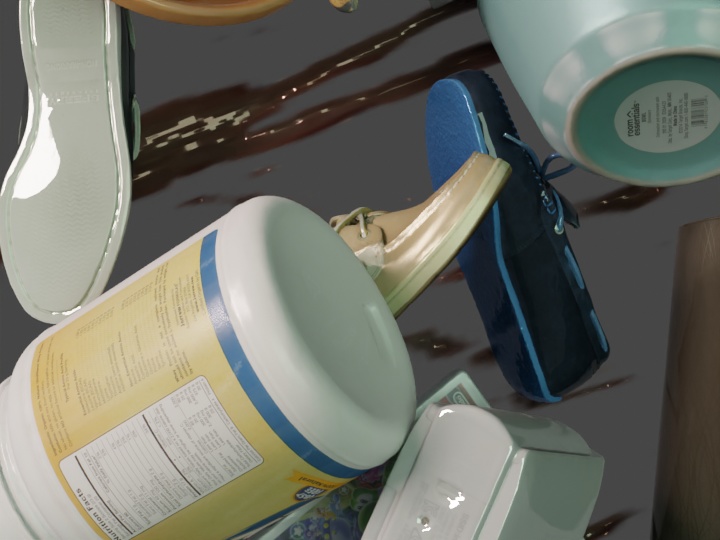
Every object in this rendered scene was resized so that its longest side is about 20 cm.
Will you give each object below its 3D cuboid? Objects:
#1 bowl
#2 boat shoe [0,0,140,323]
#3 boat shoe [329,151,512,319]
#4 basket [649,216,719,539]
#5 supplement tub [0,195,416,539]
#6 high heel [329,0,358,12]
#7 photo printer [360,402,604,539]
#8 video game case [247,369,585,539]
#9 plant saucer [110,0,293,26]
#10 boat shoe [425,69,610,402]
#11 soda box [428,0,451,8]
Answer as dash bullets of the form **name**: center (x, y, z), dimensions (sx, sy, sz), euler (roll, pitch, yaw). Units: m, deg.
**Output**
- **bowl**: center (0.164, -0.121, 0.913), dimensions (0.198, 0.201, 0.106), euler (10, 53, -14)
- **boat shoe**: center (-0.152, -0.072, 0.923), dimensions (0.075, 0.060, 0.203), euler (7, 89, 5)
- **boat shoe**: center (0.000, 0.000, 0.930), dimensions (0.065, 0.072, 0.200), euler (45, 111, 1)
- **basket**: center (0.251, 0.070, 0.992), dimensions (0.178, 0.136, 0.203), euler (-3, 85, 8)
- **supplement tub**: center (-0.087, 0.069, 0.860), dimensions (0.199, 0.145, 0.145), euler (-31, 98, 22)
- **high heel**: center (-0.064, -0.232, 0.907), dimensions (0.141, 0.071, 0.203), euler (-5, 88, 8)
- **photo printer**: center (0.061, 0.154, 0.895), dimensions (0.069, 0.200, 0.168), euler (25, 92, 22)
- **video game case**: center (0.024, 0.175, 0.988), dimensions (0.199, 0.018, 0.144), euler (-38, 99, -12)
- **plant saucer**: center (-0.105, -0.214, 0.917), dimensions (0.198, 0.037, 0.202), euler (12, 60, -22)
- **boat shoe**: center (0.092, -0.025, 0.989), dimensions (0.068, 0.084, 0.202), euler (-24, 111, -21)
- **soda box**: center (0.025, -0.255, 0.969), dimensions (0.063, 0.068, 0.201), euler (-32, 97, -11)
